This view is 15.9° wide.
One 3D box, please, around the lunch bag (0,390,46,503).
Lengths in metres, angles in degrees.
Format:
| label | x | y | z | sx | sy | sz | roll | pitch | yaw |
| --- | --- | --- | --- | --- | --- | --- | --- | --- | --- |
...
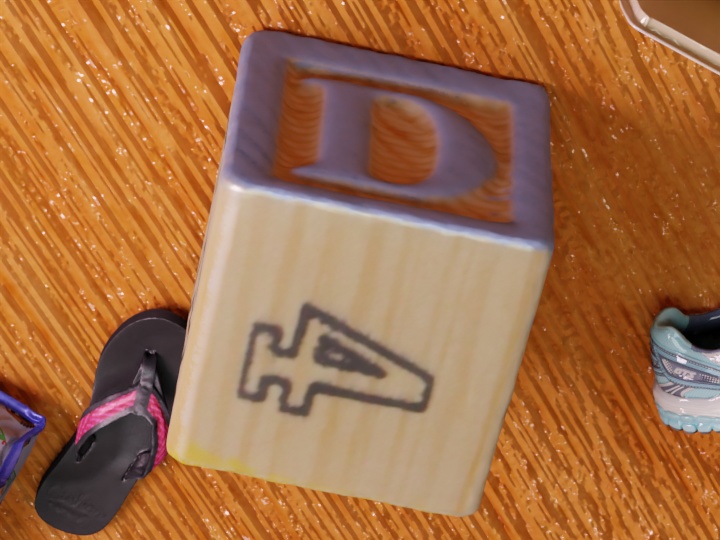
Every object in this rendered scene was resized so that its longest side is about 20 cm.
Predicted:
| label | x | y | z | sx | sy | sz | roll | pitch | yaw |
| --- | --- | --- | --- | --- | --- | --- | --- | --- | --- |
| lunch bag | -0.338 | 0.128 | 1.694 | 0.199 | 0.124 | 0.170 | 33 | 119 | -2 |

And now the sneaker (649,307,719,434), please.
| label | x | y | z | sx | sy | sz | roll | pitch | yaw |
| --- | --- | --- | --- | --- | --- | --- | --- | --- | --- |
| sneaker | 0.278 | 0.044 | 1.638 | 0.199 | 0.078 | 0.087 | -14 | 118 | 11 |

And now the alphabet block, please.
| label | x | y | z | sx | sy | sz | roll | pitch | yaw |
| --- | --- | --- | --- | --- | --- | --- | --- | --- | --- |
| alphabet block | 0.000 | 0.000 | 1.554 | 0.195 | 0.196 | 0.201 | 12 | 123 | -3 |

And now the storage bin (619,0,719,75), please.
| label | x | y | z | sx | sy | sz | roll | pitch | yaw |
| --- | --- | --- | --- | --- | --- | --- | --- | --- | --- |
| storage bin | 0.275 | -0.199 | 1.473 | 0.198 | 0.094 | 0.200 | 26 | 120 | -14 |

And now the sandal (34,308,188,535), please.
| label | x | y | z | sx | sy | sz | roll | pitch | yaw |
| --- | --- | --- | --- | --- | --- | --- | --- | --- | --- |
| sandal | -0.158 | 0.111 | 1.716 | 0.075 | 0.045 | 0.200 | 24 | 120 | -12 |
